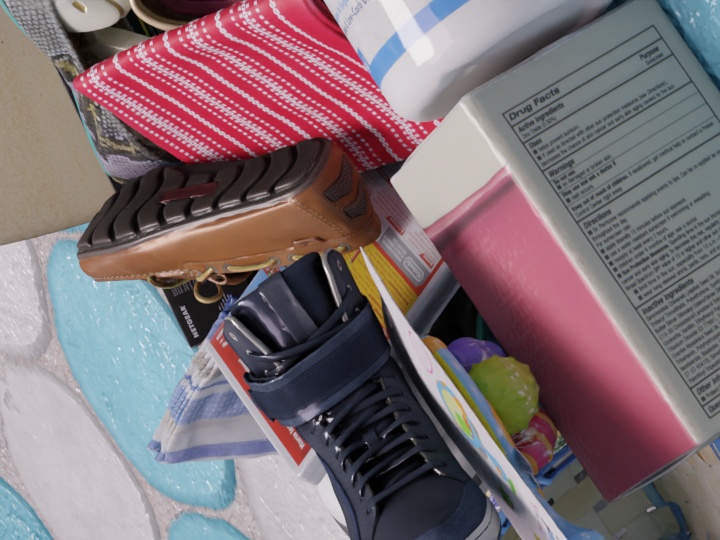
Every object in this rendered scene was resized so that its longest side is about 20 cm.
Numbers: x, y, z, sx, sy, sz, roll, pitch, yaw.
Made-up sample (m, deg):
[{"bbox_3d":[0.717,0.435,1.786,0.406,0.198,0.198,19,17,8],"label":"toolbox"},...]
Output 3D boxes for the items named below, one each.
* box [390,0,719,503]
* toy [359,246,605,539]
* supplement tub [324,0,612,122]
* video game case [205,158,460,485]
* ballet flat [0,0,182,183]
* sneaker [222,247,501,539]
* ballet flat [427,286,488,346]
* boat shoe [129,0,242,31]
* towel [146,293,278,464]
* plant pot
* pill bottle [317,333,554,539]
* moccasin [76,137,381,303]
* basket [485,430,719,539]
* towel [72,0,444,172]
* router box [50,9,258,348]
[{"bbox_3d":[0.131,-0.010,1.313,0.200,0.128,0.109,56,152,7],"label":"box"},{"bbox_3d":[0.072,0.079,1.298,0.200,0.047,0.115,59,173,30],"label":"toy"},{"bbox_3d":[0.024,-0.186,1.305,0.200,0.132,0.132,57,151,10],"label":"supplement tub"},{"bbox_3d":[0.000,0.000,1.462,0.017,0.200,0.143,27,-166,-36],"label":"video game case"},{"bbox_3d":[-0.145,-0.134,1.498,0.072,0.072,0.201,21,147,48],"label":"ballet flat"},{"bbox_3d":[-0.004,0.072,1.307,0.147,0.077,0.202,60,177,-17],"label":"sneaker"},{"bbox_3d":[0.049,-0.001,1.494,0.068,0.068,0.200,12,140,0],"label":"ballet flat"},{"bbox_3d":[-0.029,-0.147,1.413,0.199,0.069,0.074,-2,111,21],"label":"boat shoe"},{"bbox_3d":[-0.040,0.066,1.638,0.200,0.146,0.024,120,142,-56],"label":"towel"},{"bbox_3d":[-0.284,-0.105,1.772,0.201,0.177,0.200,67,165,-15],"label":"plant pot"},{"bbox_3d":[0.045,0.127,1.528,0.114,0.114,0.200,19,152,49],"label":"pill bottle"},{"bbox_3d":[-0.075,-0.022,1.483,0.201,0.074,0.078,-15,126,33],"label":"moccasin"},{"bbox_3d":[0.141,0.152,1.399,0.139,0.176,0.200,56,160,-17],"label":"basket"},{"bbox_3d":[-0.043,-0.089,1.434,0.144,0.023,0.200,35,147,-31],"label":"towel"},{"bbox_3d":[-0.122,-0.066,1.654,0.157,0.052,0.201,-94,-20,-79],"label":"router box"}]
